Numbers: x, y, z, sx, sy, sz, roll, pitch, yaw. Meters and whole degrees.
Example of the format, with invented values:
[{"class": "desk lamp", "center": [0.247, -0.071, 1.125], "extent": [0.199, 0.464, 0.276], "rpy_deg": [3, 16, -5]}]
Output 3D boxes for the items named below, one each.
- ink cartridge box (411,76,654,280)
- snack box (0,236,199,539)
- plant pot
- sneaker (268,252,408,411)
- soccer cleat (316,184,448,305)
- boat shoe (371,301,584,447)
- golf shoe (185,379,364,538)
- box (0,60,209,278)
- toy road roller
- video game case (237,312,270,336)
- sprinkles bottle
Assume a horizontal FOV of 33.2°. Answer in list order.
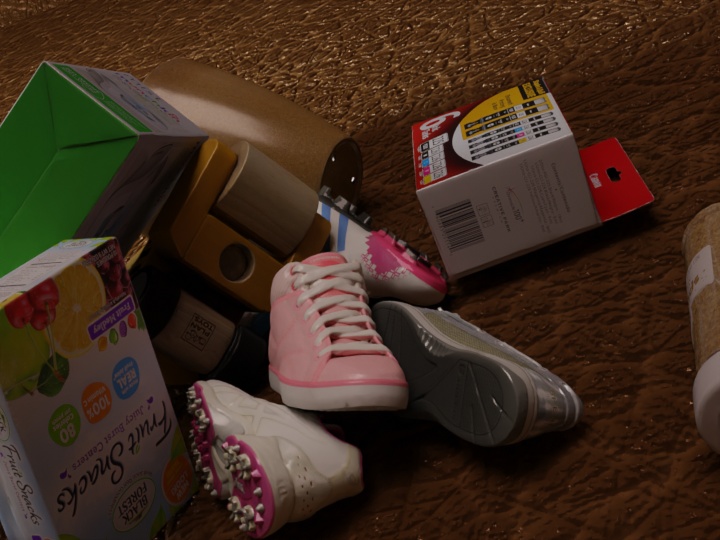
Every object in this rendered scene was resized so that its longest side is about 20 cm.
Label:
[{"class": "ink cartridge box", "center": [0.139, -0.092, 1.023], "extent": [0.175, 0.084, 0.200], "rpy_deg": [-20, 20, 8]}, {"class": "snack box", "center": [-0.189, 0.096, 0.801], "extent": [0.053, 0.201, 0.142], "rpy_deg": [-4, 21, 30]}, {"class": "plant pot", "center": [-0.105, -0.102, 1.195], "extent": [0.199, 0.187, 0.187], "rpy_deg": [14, 40, 23]}, {"class": "sneaker", "center": [-0.022, 0.041, 0.847], "extent": [0.075, 0.105, 0.200], "rpy_deg": [2, 2, -18]}, {"class": "soccer cleat", "center": [0.000, 0.000, 1.023], "extent": [0.087, 0.070, 0.200], "rpy_deg": [-57, 38, 3]}, {"class": "boat shoe", "center": [0.066, 0.069, 0.823], "extent": [0.064, 0.075, 0.202], "rpy_deg": [5, 7, -31]}, {"class": "golf shoe", "center": [-0.064, 0.123, 0.839], "extent": [0.091, 0.076, 0.200], "rpy_deg": [-9, 18, -21]}, {"class": "box", "center": [-0.232, -0.053, 0.941], "extent": [0.200, 0.097, 0.176], "rpy_deg": [-53, -4, 10]}, {"class": "toy road roller", "center": [-0.133, -0.002, 1.009], "extent": [0.146, 0.123, 0.201], "rpy_deg": [4, 63, 60]}, {"class": "video game case", "center": [-0.136, 0.019, 1.145], "extent": [0.199, 0.018, 0.143], "rpy_deg": [-4, 31, 37]}, {"class": "sprinkles bottle", "center": [0.235, 0.031, 0.739], "extent": [0.068, 0.069, 0.200], "rpy_deg": [-14, 26, 20]}]
